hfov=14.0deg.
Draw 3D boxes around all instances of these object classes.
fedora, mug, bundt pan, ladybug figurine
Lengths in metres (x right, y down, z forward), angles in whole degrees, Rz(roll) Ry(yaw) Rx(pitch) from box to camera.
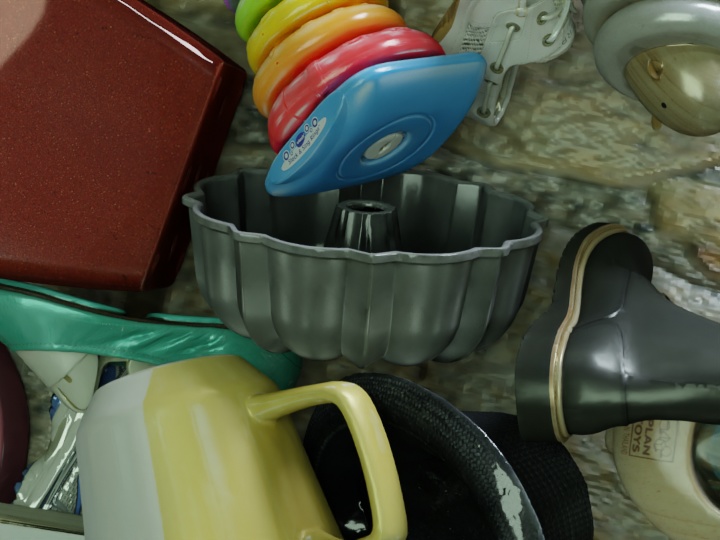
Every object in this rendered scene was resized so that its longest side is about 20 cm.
[{"bbox_3d":[0.057,0.132,1.581,0.200,0.091,0.201,28,126,46],"label":"fedora"},{"bbox_3d":[-0.068,0.124,1.578,0.186,0.149,0.153,-16,80,4],"label":"mug"},{"bbox_3d":[0.000,0.000,1.617,0.201,0.202,0.076,9,106,13],"label":"bundt pan"},{"bbox_3d":[0.235,0.099,1.614,0.200,0.072,0.136,8,91,12],"label":"ladybug figurine"}]

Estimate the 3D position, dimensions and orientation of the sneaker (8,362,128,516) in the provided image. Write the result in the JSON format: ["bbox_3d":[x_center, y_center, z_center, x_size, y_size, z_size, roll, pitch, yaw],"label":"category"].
[{"bbox_3d":[-0.152,0.130,1.702,0.085,0.077,0.200,20,93,9],"label":"sneaker"}]

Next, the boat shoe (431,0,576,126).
[{"bbox_3d":[0.090,-0.147,1.616,0.069,0.200,0.071,32,59,1],"label":"boat shoe"}]

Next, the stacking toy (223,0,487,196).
[{"bbox_3d":[-0.032,-0.148,1.620,0.116,0.110,0.200,-47,64,42],"label":"stacking toy"}]

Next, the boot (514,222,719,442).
[{"bbox_3d":[0.171,0.037,1.570,0.138,0.200,0.078,0,119,17],"label":"boot"}]

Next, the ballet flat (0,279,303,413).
[{"bbox_3d":[-0.132,0.050,1.653,0.200,0.067,0.071,9,82,-7],"label":"ballet flat"}]

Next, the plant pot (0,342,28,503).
[{"bbox_3d":[-0.311,0.096,1.685,0.200,0.179,0.201,0,88,12],"label":"plant pot"}]

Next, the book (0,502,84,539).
[{"bbox_3d":[-0.124,0.214,1.669,0.200,0.048,0.134,10,98,-11],"label":"book"}]

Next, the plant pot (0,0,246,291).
[{"bbox_3d":[-0.173,-0.080,1.662,0.176,0.200,0.200,21,92,4],"label":"plant pot"}]

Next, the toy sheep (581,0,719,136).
[{"bbox_3d":[0.185,-0.163,1.611,0.138,0.138,0.200,-3,59,13],"label":"toy sheep"}]
